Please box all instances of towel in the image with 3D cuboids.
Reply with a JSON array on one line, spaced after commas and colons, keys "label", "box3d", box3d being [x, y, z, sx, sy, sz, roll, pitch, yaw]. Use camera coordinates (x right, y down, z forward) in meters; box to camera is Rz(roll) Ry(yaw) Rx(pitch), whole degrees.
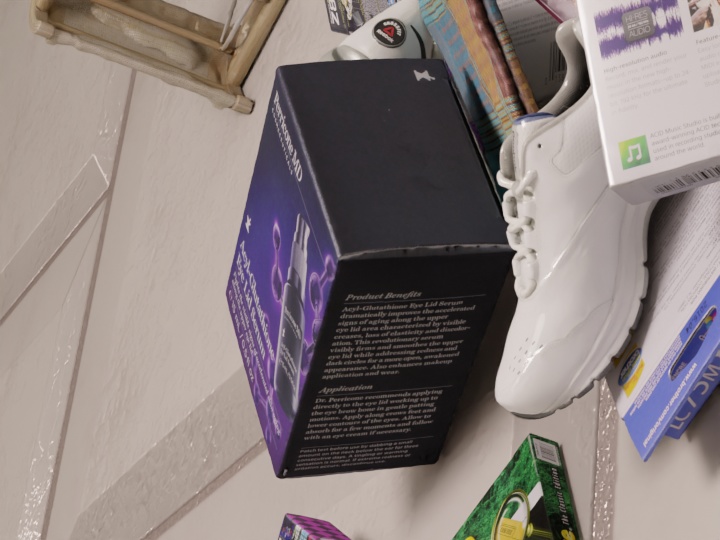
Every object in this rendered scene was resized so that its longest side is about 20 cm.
[{"label": "towel", "box3d": [0.068, -0.100, 1.141, 0.200, 0.022, 0.147, 120, 128, -89]}]

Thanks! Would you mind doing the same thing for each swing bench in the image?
[{"label": "swing bench", "box3d": [-0.163, -0.266, 1.838, 0.201, 0.198, 0.130, -66, 21, 10]}]

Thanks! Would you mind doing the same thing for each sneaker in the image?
[{"label": "sneaker", "box3d": [0.098, -0.028, 1.011, 0.074, 0.087, 0.201, 14, 84, 69]}, {"label": "sneaker", "box3d": [0.019, -0.102, 1.320, 0.089, 0.074, 0.200, -47, -9, -17]}]

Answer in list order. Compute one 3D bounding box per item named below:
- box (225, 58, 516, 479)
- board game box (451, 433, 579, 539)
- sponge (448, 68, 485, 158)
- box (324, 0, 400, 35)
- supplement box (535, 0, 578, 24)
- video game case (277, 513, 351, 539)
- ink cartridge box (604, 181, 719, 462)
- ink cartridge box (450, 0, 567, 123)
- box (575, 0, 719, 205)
[{"label": "box", "box3d": [0.000, 0.000, 1.210, 0.201, 0.104, 0.148, 105, 154, -45]}, {"label": "board game box", "box3d": [0.055, 0.191, 1.127, 0.200, 0.023, 0.105, -58, 22, 31]}, {"label": "sponge", "box3d": [0.040, -0.075, 1.390, 0.112, 0.030, 0.201, -53, 27, 39]}, {"label": "box", "box3d": [0.008, -0.248, 1.373, 0.161, 0.049, 0.201, 21, 126, 63]}, {"label": "supplement box", "box3d": [0.155, -0.214, 1.052, 0.110, 0.086, 0.200, 44, 114, 23]}, {"label": "video game case", "box3d": [-0.028, 0.247, 1.220, 0.200, 0.036, 0.182, -166, 88, -75]}, {"label": "ink cartridge box", "box3d": [0.154, -0.006, 1.026, 0.120, 0.042, 0.200, -60, 20, 25]}, {"label": "ink cartridge box", "box3d": [0.112, -0.180, 1.223, 0.200, 0.044, 0.177, 177, 95, -68]}, {"label": "box", "box3d": [0.165, -0.143, 0.944, 0.144, 0.036, 0.201, -15, 72, 22]}]
